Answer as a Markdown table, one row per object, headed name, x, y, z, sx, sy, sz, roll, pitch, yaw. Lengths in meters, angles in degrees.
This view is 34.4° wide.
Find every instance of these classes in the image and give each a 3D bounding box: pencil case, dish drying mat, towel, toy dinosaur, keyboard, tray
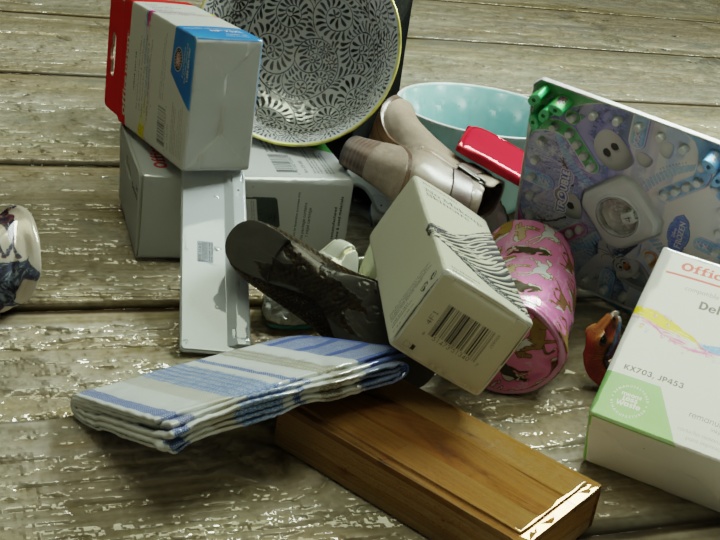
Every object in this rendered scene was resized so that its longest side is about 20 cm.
| name | x | y | z | sx | sy | sz | roll | pitch | yaw |
| --- | --- | --- | --- | --- | --- | --- | --- | --- | --- |
| pencil case | -0.335 | 0.000 | 0.864 | 0.198 | 0.078 | 0.090 | -11 | 45 | -38 |
| dish drying mat | 0.184 | -0.081 | 1.107 | 0.199 | 0.018 | 0.077 | 30 | 25 | 1 |
| towel | -0.082 | 0.078 | 0.790 | 0.198 | 0.024 | 0.146 | -14 | 11 | -37 |
| pencil case | 0.133 | 0.026 | 0.974 | 0.083 | 0.086 | 0.200 | 51 | 22 | -11 |
| toy dinosaur | 0.276 | 0.068 | 0.932 | 0.180 | 0.106 | 0.200 | -22 | 45 | -19 |
| keyboard | -0.120 | -0.014 | 0.956 | 0.056 | 0.011 | 0.202 | 2 | 49 | -10 |
| tray | 0.048 | 0.127 | 0.772 | 0.199 | 0.037 | 0.098 | 25 | 28 | 33 |

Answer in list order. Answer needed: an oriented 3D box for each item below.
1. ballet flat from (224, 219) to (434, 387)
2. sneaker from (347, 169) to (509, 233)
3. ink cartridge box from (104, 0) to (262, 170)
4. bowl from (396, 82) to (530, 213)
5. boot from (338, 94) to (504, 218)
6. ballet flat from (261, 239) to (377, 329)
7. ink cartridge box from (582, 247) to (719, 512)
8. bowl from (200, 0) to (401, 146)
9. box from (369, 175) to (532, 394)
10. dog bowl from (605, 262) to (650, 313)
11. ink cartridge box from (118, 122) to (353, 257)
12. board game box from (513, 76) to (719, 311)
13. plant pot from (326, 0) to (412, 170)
| name | x | y | z | sx | sy | sz | roll | pitch | yaw |
| --- | --- | --- | --- | --- | --- | --- | --- | --- | --- |
| ballet flat | -0.023 | 0.027 | 0.916 | 0.199 | 0.068 | 0.046 | 32 | -9 | 14 |
| sneaker | 0.058 | -0.057 | 1.169 | 0.198 | 0.075 | 0.087 | 20 | 43 | 30 |
| ink cartridge box | -0.166 | -0.175 | 1.051 | 0.067 | 0.118 | 0.200 | -5 | 25 | -32 |
| bowl | 0.129 | -0.130 | 1.290 | 0.198 | 0.106 | 0.201 | 8 | 24 | -4 |
| boot | 0.069 | -0.101 | 1.117 | 0.145 | 0.071 | 0.200 | 23 | 30 | 11 |
| ballet flat | 0.000 | 0.000 | 1.003 | 0.198 | 0.073 | 0.072 | -10 | 30 | -35 |
| ink cartridge box | 0.251 | 0.061 | 0.842 | 0.116 | 0.068 | 0.201 | 18 | 56 | 21 |
| bowl | -0.058 | -0.213 | 1.143 | 0.198 | 0.203 | 0.094 | 10 | -5 | 3 |
| box | 0.062 | 0.005 | 0.870 | 0.082 | 0.069 | 0.200 | 31 | 18 | -17 |
| dog bowl | 0.313 | 0.001 | 1.133 | 0.198 | 0.050 | 0.111 | -6 | 28 | -30 |
| ink cartridge box | -0.124 | -0.077 | 1.104 | 0.197 | 0.085 | 0.146 | 1 | 26 | -19 |
| board game box | 0.224 | -0.047 | 1.014 | 0.198 | 0.202 | 0.026 | 25 | 46 | 24 |
| plant pot | -0.061 | -0.205 | 1.299 | 0.197 | 0.201 | 0.178 | 11 | 36 | 4 |
